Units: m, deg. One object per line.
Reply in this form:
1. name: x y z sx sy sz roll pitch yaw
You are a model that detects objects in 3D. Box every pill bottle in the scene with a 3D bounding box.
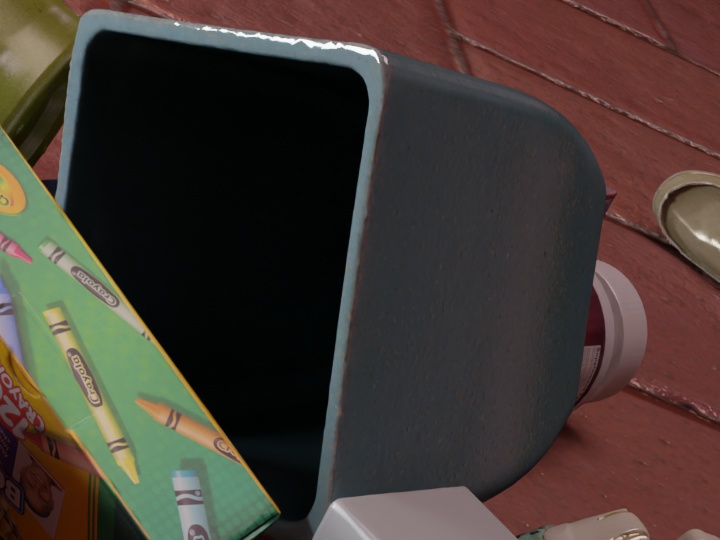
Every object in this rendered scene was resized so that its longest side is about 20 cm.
1. pill bottle: 0.081 0.038 1.295 0.110 0.110 0.200 41 24 29

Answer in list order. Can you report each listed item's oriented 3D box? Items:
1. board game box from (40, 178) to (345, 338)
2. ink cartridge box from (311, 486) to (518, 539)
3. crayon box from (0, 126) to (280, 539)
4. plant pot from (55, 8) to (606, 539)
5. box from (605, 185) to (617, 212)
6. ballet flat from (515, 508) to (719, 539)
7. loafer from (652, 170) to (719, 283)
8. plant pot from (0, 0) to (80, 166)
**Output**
1. board game box: -0.093 -0.007 1.140 0.135 0.035 0.200 25 -9 -21
2. ink cartridge box: 0.043 0.199 0.824 0.083 0.146 0.200 1 34 -47
3. crayon box: -0.130 0.053 0.884 0.058 0.119 0.200 -31 80 -37
4. plant pot: 0.000 0.000 0.967 0.200 0.197 0.196 2 8 -45
5. box: 0.077 -0.028 1.453 0.095 0.100 0.200 36 22 19
6. ballet flat: 0.148 0.160 1.160 0.200 0.074 0.074 16 24 -30
7. loafer: 0.322 -0.012 1.769 0.200 0.076 0.068 34 15 11
8. plant pot: -0.245 -0.121 1.118 0.193 0.201 0.200 35 21 1
